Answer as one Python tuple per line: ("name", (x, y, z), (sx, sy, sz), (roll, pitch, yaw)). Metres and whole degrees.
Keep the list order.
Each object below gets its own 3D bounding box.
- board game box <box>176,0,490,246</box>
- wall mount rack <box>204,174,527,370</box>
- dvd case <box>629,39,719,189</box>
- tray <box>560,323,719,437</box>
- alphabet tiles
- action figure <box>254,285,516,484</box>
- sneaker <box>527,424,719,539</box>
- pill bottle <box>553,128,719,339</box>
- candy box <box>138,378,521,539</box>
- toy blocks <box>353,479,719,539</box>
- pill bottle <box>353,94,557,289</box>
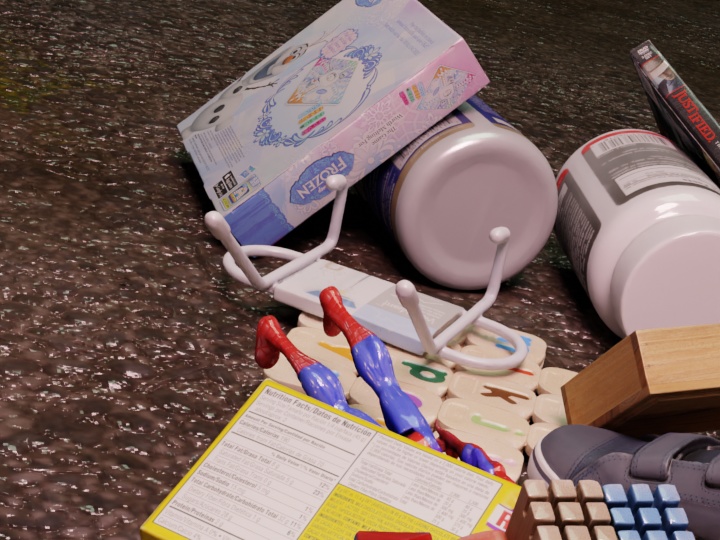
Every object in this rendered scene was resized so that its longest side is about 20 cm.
("board game box", (-0.028, -0.118, 1.061), (0.043, 0.199, 0.200), (51, 3, -28))
("wall mount rack", (0.000, 0.000, 0.858), (0.199, 0.075, 0.174), (19, 22, 20))
("dvd case", (0.265, -0.058, 1.064), (0.200, 0.022, 0.146), (60, 5, 36))
("tray", (0.217, 0.055, 0.777), (0.199, 0.037, 0.099), (-3, -20, -16))
("alphabet tiles", (0.049, 0.067, 0.838), (0.195, 0.015, 0.200), (14, 20, 7))
("action figure", (0.020, 0.086, 0.709), (0.065, 0.052, 0.200), (-21, 43, -22))
("sneaker", (0.175, 0.108, 0.698), (0.200, 0.080, 0.078), (27, 28, 28))
("pill bottle", (0.199, -0.015, 0.998), (0.113, 0.114, 0.200), (9, 21, -8))
("candy box", (0.018, 0.118, 0.622), (0.199, 0.026, 0.102), (21, 43, 22))
("toy blocks", (0.069, 0.125, 0.486), (0.199, 0.137, 0.100), (2, 42, -12))
("pill bottle", (0.055, -0.075, 1.071), (0.115, 0.116, 0.200), (5, 22, -19))
